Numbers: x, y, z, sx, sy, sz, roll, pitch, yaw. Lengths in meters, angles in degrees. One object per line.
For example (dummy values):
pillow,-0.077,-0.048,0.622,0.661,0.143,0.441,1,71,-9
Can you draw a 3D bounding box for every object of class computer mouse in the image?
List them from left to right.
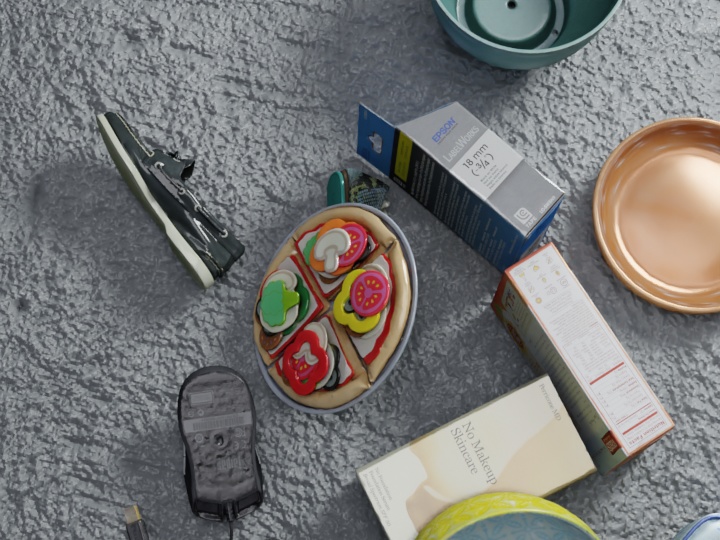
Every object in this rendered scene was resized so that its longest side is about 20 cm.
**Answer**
computer mouse,-0.155,0.196,1.420,0.140,0.046,0.201,-13,87,-9

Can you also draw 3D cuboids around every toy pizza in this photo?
toy pizza,-0.032,0.032,1.412,0.199,0.032,0.201,-14,67,37

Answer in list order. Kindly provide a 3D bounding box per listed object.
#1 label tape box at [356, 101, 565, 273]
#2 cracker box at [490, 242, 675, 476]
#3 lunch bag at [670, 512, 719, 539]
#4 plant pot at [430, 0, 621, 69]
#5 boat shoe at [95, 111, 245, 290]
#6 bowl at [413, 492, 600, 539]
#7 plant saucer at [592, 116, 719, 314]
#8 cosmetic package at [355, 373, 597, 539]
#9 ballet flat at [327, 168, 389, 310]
label tape box,0.092,-0.094,1.451,0.200,0.144,0.063,41,77,9
cracker box,0.201,0.085,1.412,0.058,0.134,0.201,-30,78,-9
lunch bag,0.343,0.328,1.376,0.200,0.082,0.161,42,79,9
plant pot,0.157,-0.283,1.509,0.199,0.134,0.202,0,76,-1
boat shoe,-0.181,-0.080,1.477,0.066,0.075,0.200,-33,79,-12
bowl,0.113,0.265,1.314,0.199,0.108,0.201,-5,114,-11
plant saucer,0.325,-0.052,1.502,0.199,0.037,0.201,0,75,-1
cosmetic package,0.105,0.185,1.400,0.199,0.071,0.106,-28,80,-1
ballet flat,0.000,0.000,1.467,0.074,0.074,0.201,5,78,0
